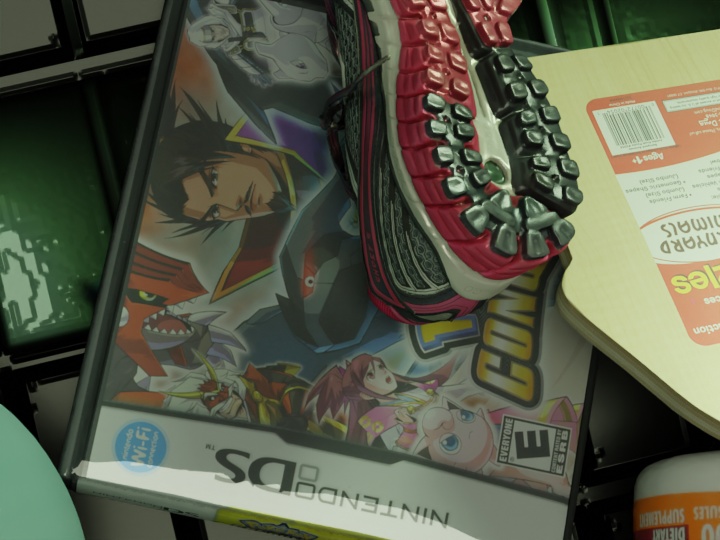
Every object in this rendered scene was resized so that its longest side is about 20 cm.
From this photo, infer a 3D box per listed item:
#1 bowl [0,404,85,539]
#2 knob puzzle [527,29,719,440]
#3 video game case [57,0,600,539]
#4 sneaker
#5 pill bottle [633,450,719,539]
[{"bbox_3d":[-0.169,0.110,0.755,0.201,0.105,0.201,5,100,29],"label":"bowl"},{"bbox_3d":[0.159,-0.001,0.797,0.219,0.030,0.220,5,55,-8],"label":"knob puzzle"},{"bbox_3d":[0.000,0.000,0.811,0.180,0.026,0.200,12,73,-5],"label":"video game case"},{"bbox_3d":[0.014,-0.078,0.788,0.081,0.075,0.200,12,56,-31],"label":"sneaker"},{"bbox_3d":[0.154,0.166,0.787,0.113,0.113,0.200,1,78,-5],"label":"pill bottle"}]
